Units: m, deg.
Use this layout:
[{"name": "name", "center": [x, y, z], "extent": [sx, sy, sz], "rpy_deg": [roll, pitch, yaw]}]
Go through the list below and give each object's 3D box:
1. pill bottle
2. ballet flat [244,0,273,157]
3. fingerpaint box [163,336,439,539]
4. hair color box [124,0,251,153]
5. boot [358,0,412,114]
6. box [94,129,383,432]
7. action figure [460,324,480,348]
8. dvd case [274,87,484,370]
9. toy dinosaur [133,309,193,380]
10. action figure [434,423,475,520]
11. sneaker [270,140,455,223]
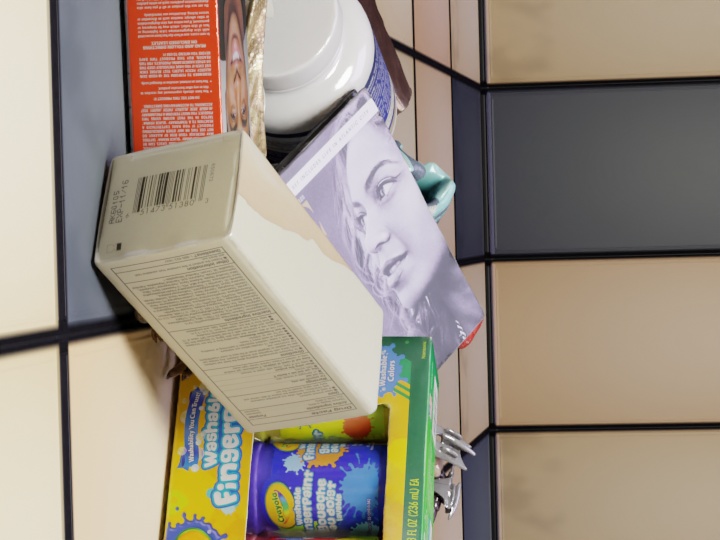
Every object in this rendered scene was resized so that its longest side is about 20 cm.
[{"name": "pill bottle", "center": [-0.044, -0.142, 1.785], "extent": [0.200, 0.119, 0.121], "rpy_deg": [65, 25, -71]}, {"name": "ballet flat", "center": [-0.088, -0.147, 1.648], "extent": [0.065, 0.070, 0.202], "rpy_deg": [-9, 106, -59]}, {"name": "fingerpaint box", "center": [-0.037, 0.144, 1.625], "extent": [0.074, 0.165, 0.201], "rpy_deg": [78, 14, -59]}, {"name": "hair color box", "center": [-0.106, -0.137, 1.563], "extent": [0.102, 0.061, 0.202], "rpy_deg": [-40, 129, -80]}, {"name": "boot", "center": [-0.006, -0.200, 2.023], "extent": [0.167, 0.072, 0.200], "rpy_deg": [58, 6, -7]}, {"name": "box", "center": [-0.068, 0.011, 1.511], "extent": [0.200, 0.094, 0.078], "rpy_deg": [54, 34, -48]}, {"name": "action figure", "center": [-0.006, 0.031, 2.009], "extent": [0.099, 0.199, 0.065], "rpy_deg": [-55, -141, 13]}, {"name": "dvd case", "center": [0.000, 0.000, 1.730], "extent": [0.149, 0.016, 0.201], "rpy_deg": [-46, 121, -31]}, {"name": "toy dinosaur", "center": [-0.095, 0.009, 1.621], "extent": [0.200, 0.060, 0.107], "rpy_deg": [-65, 151, -72]}, {"name": "action figure", "center": [0.009, 0.160, 1.948], "extent": [0.200, 0.130, 0.070], "rpy_deg": [-55, -175, 49]}, {"name": "sneaker", "center": [-0.005, -0.060, 1.785], "extent": [0.078, 0.086, 0.200], "rpy_deg": [53, 22, 24]}]
